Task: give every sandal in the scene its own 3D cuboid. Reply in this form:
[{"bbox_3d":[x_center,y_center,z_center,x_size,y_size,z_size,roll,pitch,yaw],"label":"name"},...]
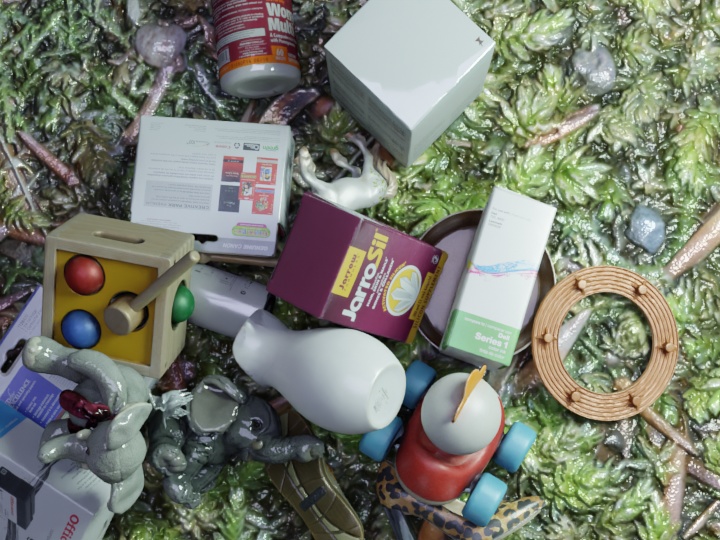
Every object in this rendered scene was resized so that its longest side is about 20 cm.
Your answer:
[{"bbox_3d":[-0.059,0.274,1.393,0.080,0.054,0.201,-36,78,11],"label":"sandal"}]

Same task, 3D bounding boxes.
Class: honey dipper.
[{"bbox_3d":[-0.118,-0.013,1.421,0.198,0.038,0.038,7,83,-10],"label":"honey dipper"}]

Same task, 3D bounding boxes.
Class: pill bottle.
[{"bbox_3d":[-0.143,-0.341,1.449,0.108,0.110,0.202,-7,83,1],"label":"pill bottle"}]

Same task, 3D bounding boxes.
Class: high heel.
[{"bbox_3d":[0.123,0.280,1.378,0.198,0.071,0.144,-22,85,5],"label":"high heel"}]

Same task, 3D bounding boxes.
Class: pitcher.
[{"bbox_3d":[-0.039,0.138,1.330,0.199,0.172,0.122,15,62,34],"label":"pitcher"}]

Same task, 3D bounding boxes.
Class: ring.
[{"bbox_3d":[0.319,0.093,1.406,0.198,0.019,0.203,1,86,-9],"label":"ring"}]

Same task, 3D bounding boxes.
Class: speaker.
[{"bbox_3d":[-0.215,0.029,1.418,0.198,0.081,0.082,18,84,4],"label":"speaker"}]

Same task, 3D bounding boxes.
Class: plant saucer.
[{"bbox_3d":[0.156,0.021,1.430,0.198,0.034,0.202,0,83,1],"label":"plant saucer"}]

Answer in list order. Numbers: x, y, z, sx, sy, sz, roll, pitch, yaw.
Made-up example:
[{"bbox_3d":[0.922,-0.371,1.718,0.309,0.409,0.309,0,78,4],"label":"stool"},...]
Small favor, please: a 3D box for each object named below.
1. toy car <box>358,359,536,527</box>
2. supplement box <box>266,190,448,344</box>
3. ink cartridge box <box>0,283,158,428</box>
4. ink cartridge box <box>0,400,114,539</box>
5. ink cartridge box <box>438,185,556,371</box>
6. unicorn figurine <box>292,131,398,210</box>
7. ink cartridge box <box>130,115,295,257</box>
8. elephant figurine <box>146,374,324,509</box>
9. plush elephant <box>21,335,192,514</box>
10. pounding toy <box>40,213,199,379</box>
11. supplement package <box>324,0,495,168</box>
[{"bbox_3d":[0.123,0.171,1.306,0.183,0.201,0.177,31,52,11],"label":"toy car"},{"bbox_3d":[0.000,0.000,1.338,0.103,0.199,0.132,26,95,38],"label":"supplement box"},{"bbox_3d":[-0.391,0.155,1.427,0.199,0.047,0.198,33,86,7],"label":"ink cartridge box"},{"bbox_3d":[-0.416,0.283,1.361,0.199,0.084,0.146,32,114,6],"label":"ink cartridge box"},{"bbox_3d":[0.167,0.014,1.341,0.083,0.145,0.202,18,83,3],"label":"ink cartridge box"},{"bbox_3d":[-0.033,-0.097,1.406,0.199,0.074,0.138,-25,79,-17],"label":"unicorn figurine"},{"bbox_3d":[-0.195,-0.102,1.430,0.198,0.084,0.177,5,80,3],"label":"ink cartridge box"},{"bbox_3d":[-0.162,0.200,1.372,0.199,0.142,0.156,-32,97,4],"label":"elephant figurine"},{"bbox_3d":[-0.300,0.185,1.247,0.198,0.155,0.166,5,116,-3],"label":"plush elephant"},{"bbox_3d":[-0.278,0.027,1.310,0.198,0.142,0.186,11,110,6],"label":"pounding toy"},{"bbox_3d":[0.060,-0.254,1.385,0.151,0.200,0.152,44,85,6],"label":"supplement package"}]
